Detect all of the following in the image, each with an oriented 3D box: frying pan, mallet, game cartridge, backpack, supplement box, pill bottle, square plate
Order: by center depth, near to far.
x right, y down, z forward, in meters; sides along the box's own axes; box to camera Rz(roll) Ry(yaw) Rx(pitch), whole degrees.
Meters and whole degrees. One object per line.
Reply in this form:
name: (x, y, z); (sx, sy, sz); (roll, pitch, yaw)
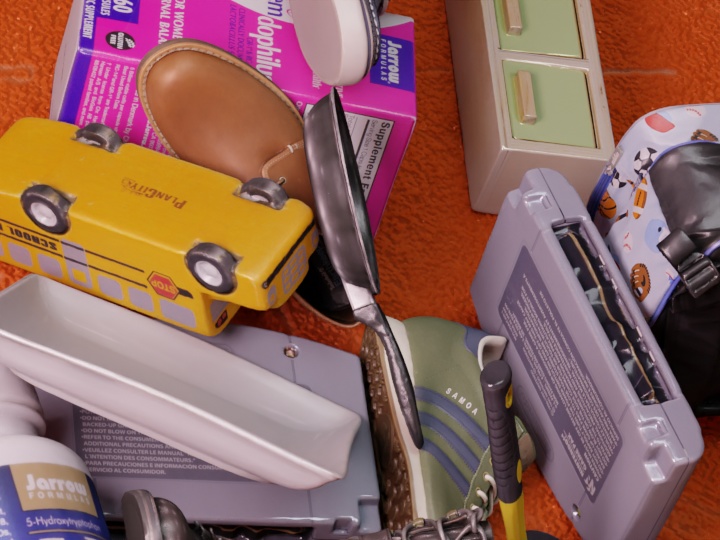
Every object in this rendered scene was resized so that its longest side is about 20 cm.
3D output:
pill bottle: (-0.180, 0.149, 1.335); (0.120, 0.120, 0.200); (-9, 62, -24)
square plate: (-0.098, 0.060, 1.390); (0.200, 0.028, 0.198); (24, 6, 0)
mallet: (0.075, 0.128, 1.404); (0.041, 0.200, 0.066); (12, 56, 21)
frying pan: (0.000, -0.007, 1.467); (0.031, 0.190, 0.115); (-12, 18, 3)
game cartridge: (-0.093, 0.088, 1.476); (0.200, 0.040, 0.133); (4, 56, -16)
game cartridge: (0.122, 0.059, 1.504); (0.041, 0.133, 0.200); (-10, 58, -25)
backpack: (0.209, 0.000, 1.544); (0.200, 0.191, 0.154); (0, 47, -25)
supplement box: (-0.075, -0.101, 1.577); (0.200, 0.103, 0.101); (12, 40, -12)

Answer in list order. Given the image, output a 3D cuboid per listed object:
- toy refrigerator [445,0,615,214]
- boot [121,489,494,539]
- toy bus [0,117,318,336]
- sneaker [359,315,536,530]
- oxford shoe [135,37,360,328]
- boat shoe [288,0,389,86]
toy refrigerator: (0.104, -0.132, 1.688); (0.076, 0.070, 0.200); (6, 52, -14)
boot: (-0.020, 0.146, 1.334); (0.174, 0.200, 0.069); (-14, 59, 1)
toy bus: (-0.121, -0.022, 1.480); (0.200, 0.078, 0.065); (19, 51, 23)
sneaker: (0.056, 0.106, 1.488); (0.090, 0.067, 0.200); (2, 52, -14)
oxford shoe: (-0.051, -0.047, 1.502); (0.200, 0.071, 0.071); (49, 10, -27)
boat shoe: (0.005, -0.179, 1.558); (0.093, 0.075, 0.200); (-3, 42, -15)
